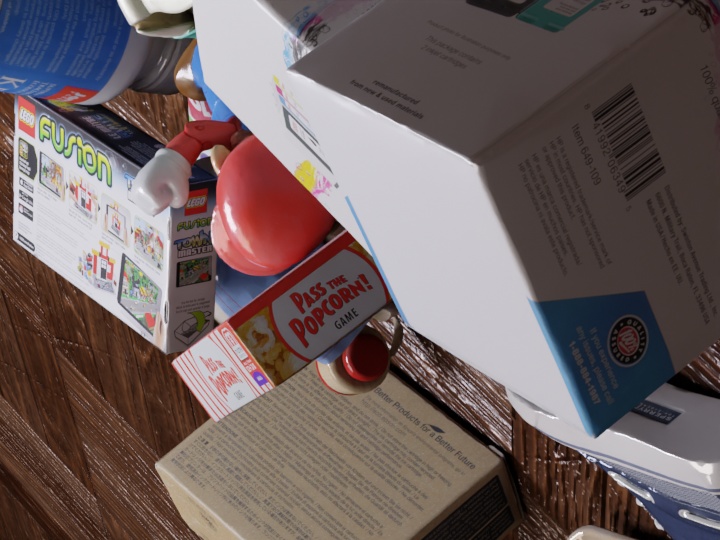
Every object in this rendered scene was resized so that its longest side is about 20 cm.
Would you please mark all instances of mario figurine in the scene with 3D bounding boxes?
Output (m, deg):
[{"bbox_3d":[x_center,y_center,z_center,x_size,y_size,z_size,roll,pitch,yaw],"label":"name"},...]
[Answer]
[{"bbox_3d":[-0.064,-0.059,1.626,0.200,0.123,0.106,-101,-14,-55],"label":"mario figurine"}]

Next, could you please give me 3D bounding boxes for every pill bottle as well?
[{"bbox_3d":[-0.194,-0.161,1.718,0.112,0.200,0.112,-13,73,52],"label":"pill bottle"}]

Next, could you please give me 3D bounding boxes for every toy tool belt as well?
[{"bbox_3d":[-0.040,0.007,1.770,0.200,0.125,0.123,43,161,-16],"label":"toy tool belt"}]

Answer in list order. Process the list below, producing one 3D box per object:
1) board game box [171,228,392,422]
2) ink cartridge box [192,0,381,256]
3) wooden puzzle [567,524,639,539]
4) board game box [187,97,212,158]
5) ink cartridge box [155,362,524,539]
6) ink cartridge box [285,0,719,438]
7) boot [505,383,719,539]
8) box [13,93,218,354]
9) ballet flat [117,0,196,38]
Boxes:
[{"bbox_3d":[0.000,0.000,1.543,0.046,0.200,0.152,53,161,-1],"label":"board game box"},{"bbox_3d":[0.036,-0.103,1.350,0.200,0.147,0.145,46,161,21],"label":"ink cartridge box"},{"bbox_3d":[0.226,0.238,1.706,0.200,0.037,0.185,5,129,61],"label":"wooden puzzle"},{"bbox_3d":[-0.077,-0.065,1.892,0.096,0.030,0.200,46,163,19],"label":"board game box"},{"bbox_3d":[-0.015,0.150,1.911,0.200,0.165,0.075,37,158,41],"label":"ink cartridge box"},{"bbox_3d":[0.107,-0.064,1.164,0.146,0.200,0.147,30,151,52],"label":"ink cartridge box"},{"bbox_3d":[0.157,0.106,1.555,0.200,0.073,0.090,27,143,52],"label":"boot"},{"bbox_3d":[-0.154,-0.036,1.737,0.200,0.035,0.110,33,127,49],"label":"box"},{"bbox_3d":[-0.093,-0.158,1.503,0.067,0.070,0.200,67,158,-3],"label":"ballet flat"}]
